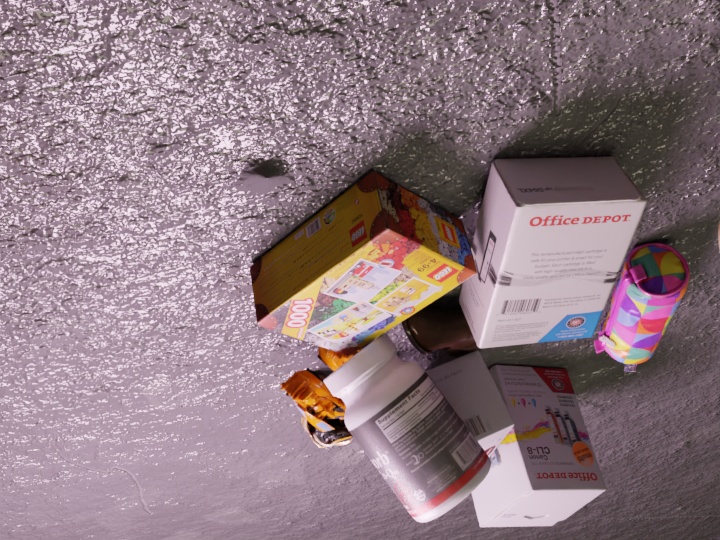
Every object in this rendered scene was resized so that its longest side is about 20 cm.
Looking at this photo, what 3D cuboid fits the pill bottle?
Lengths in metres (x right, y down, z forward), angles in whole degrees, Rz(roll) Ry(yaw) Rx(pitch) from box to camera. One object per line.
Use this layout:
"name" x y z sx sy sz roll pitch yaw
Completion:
"pill bottle" 0.052 0.181 1.034 0.115 0.201 0.116 -37 176 -3

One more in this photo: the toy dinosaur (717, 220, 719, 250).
"toy dinosaur" 0.415 -0.114 0.901 0.058 0.102 0.200 11 140 -32

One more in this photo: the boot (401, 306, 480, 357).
"boot" 0.166 0.041 1.085 0.199 0.065 0.186 -26 158 25

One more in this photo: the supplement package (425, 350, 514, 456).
"supplement package" 0.122 0.209 1.207 0.113 0.110 0.200 -21 158 -11

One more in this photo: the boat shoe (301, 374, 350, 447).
"boat shoe" -0.051 0.223 1.283 0.073 0.070 0.201 -16 147 8

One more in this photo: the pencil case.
"pencil case" 0.366 0.050 1.152 0.087 0.089 0.201 -9 145 -4

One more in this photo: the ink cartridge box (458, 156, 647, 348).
"ink cartridge box" 0.200 -0.019 0.952 0.144 0.085 0.202 -3 132 -14

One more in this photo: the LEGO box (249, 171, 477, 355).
"LEGO box" 0.000 0.000 0.957 0.199 0.078 0.148 -35 140 31

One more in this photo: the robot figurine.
"robot figurine" -0.018 0.162 1.163 0.145 0.058 0.200 -49 141 -5

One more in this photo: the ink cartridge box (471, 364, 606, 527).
"ink cartridge box" 0.248 0.267 1.328 0.144 0.202 0.145 6 143 -27
